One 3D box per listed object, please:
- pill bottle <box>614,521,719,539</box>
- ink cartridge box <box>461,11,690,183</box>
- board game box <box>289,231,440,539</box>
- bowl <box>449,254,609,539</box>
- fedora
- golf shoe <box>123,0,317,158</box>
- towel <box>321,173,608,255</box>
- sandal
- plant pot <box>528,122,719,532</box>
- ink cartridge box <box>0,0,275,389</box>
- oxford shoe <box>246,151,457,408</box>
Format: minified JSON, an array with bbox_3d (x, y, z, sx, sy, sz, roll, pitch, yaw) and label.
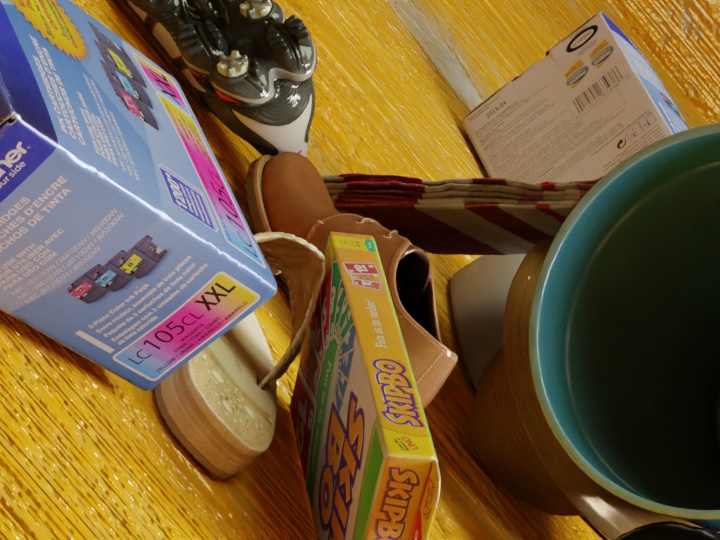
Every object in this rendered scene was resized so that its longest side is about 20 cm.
[{"bbox_3d":[0.191,0.204,1.447,0.200,0.112,0.112,33,22,-53],"label":"pill bottle"},{"bbox_3d":[0.162,-0.092,2.071,0.076,0.136,0.200,41,17,-42],"label":"ink cartridge box"},{"bbox_3d":[0.000,0.073,1.217,0.030,0.096,0.200,5,29,-15],"label":"board game box"},{"bbox_3d":[0.144,0.074,1.718,0.200,0.075,0.200,45,14,-19],"label":"bowl"},{"bbox_3d":[0.119,0.078,1.553,0.200,0.082,0.201,34,43,-38],"label":"fedora"},{"bbox_3d":[-0.086,-0.134,1.557,0.200,0.077,0.088,57,-13,39],"label":"golf shoe"},{"bbox_3d":[0.085,-0.030,1.595,0.144,0.200,0.023,25,68,-62],"label":"towel"},{"bbox_3d":[-0.042,0.018,1.259,0.078,0.070,0.212,47,14,-17],"label":"sandal"},{"bbox_3d":[0.212,0.048,1.466,0.200,0.200,0.188,58,12,28],"label":"plant pot"},{"bbox_3d":[-0.136,-0.054,1.107,0.200,0.076,0.137,32,23,-48],"label":"ink cartridge box"},{"bbox_3d":[0.000,0.000,1.450,0.071,0.071,0.200,35,19,-44],"label":"oxford shoe"}]
